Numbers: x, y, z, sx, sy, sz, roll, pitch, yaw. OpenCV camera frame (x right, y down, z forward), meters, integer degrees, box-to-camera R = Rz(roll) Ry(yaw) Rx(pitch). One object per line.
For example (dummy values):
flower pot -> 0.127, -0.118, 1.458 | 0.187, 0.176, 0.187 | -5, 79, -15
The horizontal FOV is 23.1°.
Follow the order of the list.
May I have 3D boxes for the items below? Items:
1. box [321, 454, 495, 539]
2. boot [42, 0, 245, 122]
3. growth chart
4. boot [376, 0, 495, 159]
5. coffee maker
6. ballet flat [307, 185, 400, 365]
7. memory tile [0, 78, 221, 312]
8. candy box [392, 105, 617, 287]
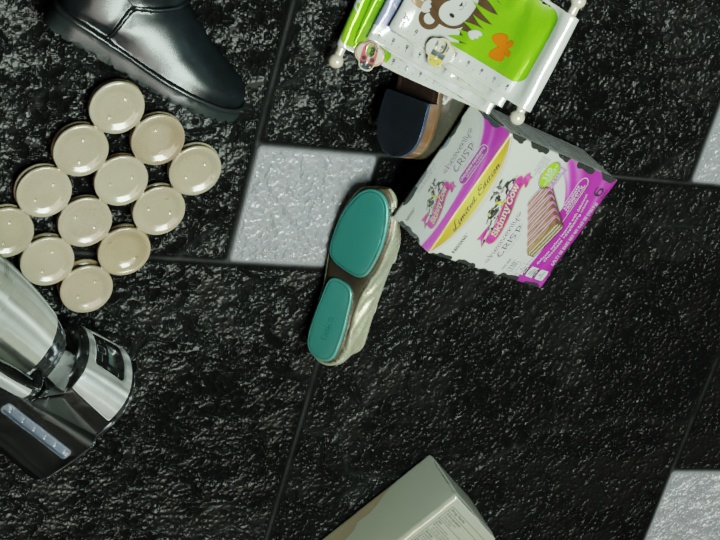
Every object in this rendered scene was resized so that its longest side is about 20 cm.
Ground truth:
box -> 0.033, 0.301, 1.872 | 0.200, 0.078, 0.095 | -38, 128, 2
boot -> -0.141, -0.232, 1.461 | 0.200, 0.076, 0.168 | 28, 110, -28
growth chart -> 0.085, -0.216, 1.540 | 0.199, 0.018, 0.145 | 20, 102, 9
boot -> 0.088, -0.194, 1.610 | 0.097, 0.075, 0.200 | 6, 113, -53
coffee maker -> -0.329, 0.084, 1.559 | 0.192, 0.135, 0.200 | -18, 134, 30
ballet flat -> 0.000, 0.000, 1.691 | 0.062, 0.067, 0.200 | -14, 134, -50
memory tile -> -0.231, -0.064, 1.565 | 0.200, 0.017, 0.153 | -47, 127, 8
candy box -> 0.140, -0.068, 1.665 | 0.200, 0.061, 0.137 | 15, 114, -51
